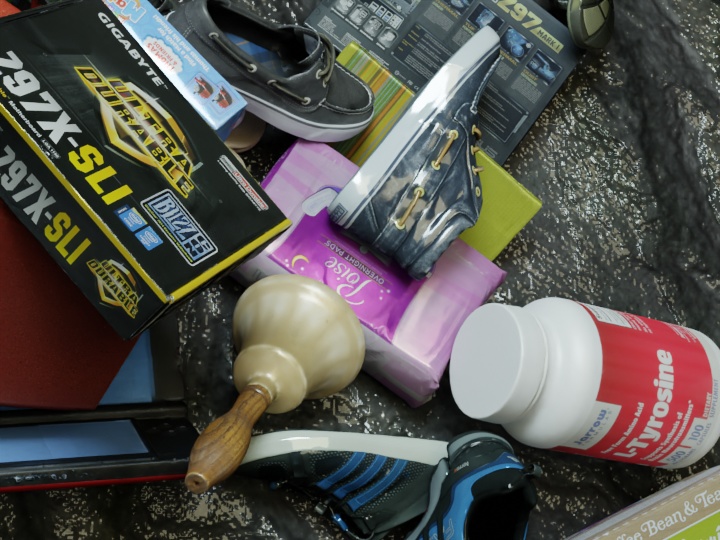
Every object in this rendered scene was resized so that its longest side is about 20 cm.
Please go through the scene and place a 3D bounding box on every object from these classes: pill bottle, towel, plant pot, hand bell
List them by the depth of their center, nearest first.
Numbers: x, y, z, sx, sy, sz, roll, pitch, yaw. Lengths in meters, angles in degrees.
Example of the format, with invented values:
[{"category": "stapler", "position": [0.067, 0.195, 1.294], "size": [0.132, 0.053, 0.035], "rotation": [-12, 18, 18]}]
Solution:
[{"category": "plant pot", "position": [-0.219, -0.022, 0.981], "size": [0.176, 0.200, 0.200], "rotation": [26, 36, -15]}, {"category": "hand bell", "position": [-0.073, 0.092, 1.013], "size": [0.104, 0.104, 0.200], "rotation": [37, 31, -3]}, {"category": "pill bottle", "position": [0.171, 0.083, 1.113], "size": [0.200, 0.112, 0.112], "rotation": [12, 68, -31]}, {"category": "towel", "position": [0.044, -0.088, 1.182], "size": [0.200, 0.086, 0.018], "rotation": [40, 26, -2]}]

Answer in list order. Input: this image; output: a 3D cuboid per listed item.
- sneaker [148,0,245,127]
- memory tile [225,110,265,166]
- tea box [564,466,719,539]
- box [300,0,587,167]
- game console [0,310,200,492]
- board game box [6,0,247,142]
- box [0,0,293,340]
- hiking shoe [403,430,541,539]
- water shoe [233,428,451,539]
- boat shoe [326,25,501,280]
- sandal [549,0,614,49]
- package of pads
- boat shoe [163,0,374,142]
[{"category": "sneaker", "position": [-0.155, -0.187, 1.085], "size": [0.200, 0.099, 0.071], "rotation": [45, 63, -1]}, {"category": "memory tile", "position": [-0.167, -0.138, 1.128], "size": [0.200, 0.017, 0.153], "rotation": [20, 67, -12]}, {"category": "tea box", "position": [0.231, 0.267, 1.077], "size": [0.200, 0.134, 0.197], "rotation": [-23, 80, -22]}, {"category": "box", "position": [0.068, -0.186, 1.229], "size": [0.200, 0.051, 0.158], "rotation": [38, 67, -2]}, {"category": "game console", "position": [-0.213, 0.072, 1.025], "size": [0.200, 0.172, 0.119], "rotation": [-2, 100, -17]}, {"category": "board game box", "position": [-0.175, -0.150, 1.037], "size": [0.200, 0.151, 0.037], "rotation": [45, 65, 0]}, {"category": "box", "position": [-0.152, -0.069, 0.899], "size": [0.200, 0.049, 0.160], "rotation": [50, 32, 2]}, {"category": "hiking shoe", "position": [0.064, 0.214, 1.044], "size": [0.074, 0.087, 0.200], "rotation": [14, 99, -20]}, {"category": "water shoe", "position": [-0.003, 0.160, 1.083], "size": [0.200, 0.072, 0.079], "rotation": [5, 76, -15]}, {"category": "boat shoe", "position": [0.065, -0.087, 1.113], "size": [0.091, 0.071, 0.200], "rotation": [39, 70, -5]}, {"category": "sandal", "position": [0.182, -0.253, 1.265], "size": [0.057, 0.080, 0.201], "rotation": [-8, 40, 13]}, {"category": "package of pads", "position": [0.000, 0.000, 1.133], "size": [0.200, 0.076, 0.121], "rotation": [35, 63, -4]}, {"category": "boat shoe", "position": [-0.055, -0.152, 1.083], "size": [0.200, 0.066, 0.070], "rotation": [20, 51, -38]}]
